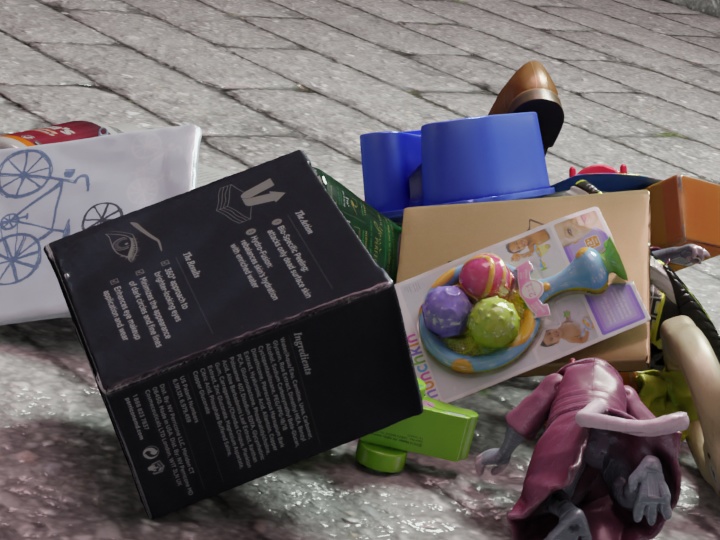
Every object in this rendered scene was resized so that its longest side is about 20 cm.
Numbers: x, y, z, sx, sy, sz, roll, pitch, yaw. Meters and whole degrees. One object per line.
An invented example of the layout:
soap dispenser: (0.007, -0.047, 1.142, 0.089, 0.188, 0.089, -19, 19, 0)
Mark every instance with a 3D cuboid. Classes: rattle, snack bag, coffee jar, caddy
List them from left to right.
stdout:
snack bag: (-0.222, -0.038, 1.526, 0.199, 0.021, 0.189, -8, 52, 7)
coffee jar: (0.000, 0.000, 1.531, 0.085, 0.105, 0.200, -18, -33, 36)
caddy: (0.085, -0.079, 1.658, 0.141, 0.106, 0.200, -7, 2, 36)
rattle: (0.226, 0.132, 1.385, 0.142, 0.131, 0.200, -3, 43, -10)

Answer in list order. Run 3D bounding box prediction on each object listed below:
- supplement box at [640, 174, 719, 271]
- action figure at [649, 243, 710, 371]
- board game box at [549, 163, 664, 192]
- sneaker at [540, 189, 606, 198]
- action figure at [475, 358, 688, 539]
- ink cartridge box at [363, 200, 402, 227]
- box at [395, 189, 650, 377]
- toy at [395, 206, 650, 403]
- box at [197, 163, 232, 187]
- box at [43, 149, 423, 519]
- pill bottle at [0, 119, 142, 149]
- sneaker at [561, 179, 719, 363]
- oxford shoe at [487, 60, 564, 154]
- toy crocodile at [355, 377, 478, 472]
supplement box: (0.252, -0.026, 1.753, 0.069, 0.067, 0.200, 10, -21, -36)
action figure: (0.248, 0.055, 1.651, 0.148, 0.135, 0.200, -15, 12, 16)
board game box: (0.222, -0.071, 1.789, 0.157, 0.039, 0.200, 14, -24, -34)
sneaker: (0.160, -0.022, 1.612, 0.078, 0.070, 0.200, 20, 29, 39)
action figure: (0.149, 0.108, 1.287, 0.133, 0.150, 0.200, 3, 31, 2)
ink cartridge box: (0.086, -0.004, 1.731, 0.199, 0.086, 0.147, 23, 21, 34)
box: (0.124, 0.011, 1.453, 0.199, 0.021, 0.164, -4, 53, 14)
toy: (0.103, 0.021, 1.404, 0.199, 0.047, 0.115, -20, 54, -1)
box: (-0.142, -0.017, 1.613, 0.199, 0.107, 0.152, 19, 20, 29)
box: (-0.088, 0.038, 1.275, 0.199, 0.118, 0.197, -21, 35, -8)
pill bottle: (-0.276, -0.082, 1.748, 0.109, 0.110, 0.200, 17, 19, 24)
sneaker: (0.222, 0.021, 1.526, 0.200, 0.076, 0.075, 49, 7, 7)
oxford shoe: (0.139, -0.118, 1.792, 0.071, 0.200, 0.072, 11, 48, -19)
toy crocodile: (-0.015, 0.100, 1.363, 0.199, 0.068, 0.062, 8, 16, -2)
